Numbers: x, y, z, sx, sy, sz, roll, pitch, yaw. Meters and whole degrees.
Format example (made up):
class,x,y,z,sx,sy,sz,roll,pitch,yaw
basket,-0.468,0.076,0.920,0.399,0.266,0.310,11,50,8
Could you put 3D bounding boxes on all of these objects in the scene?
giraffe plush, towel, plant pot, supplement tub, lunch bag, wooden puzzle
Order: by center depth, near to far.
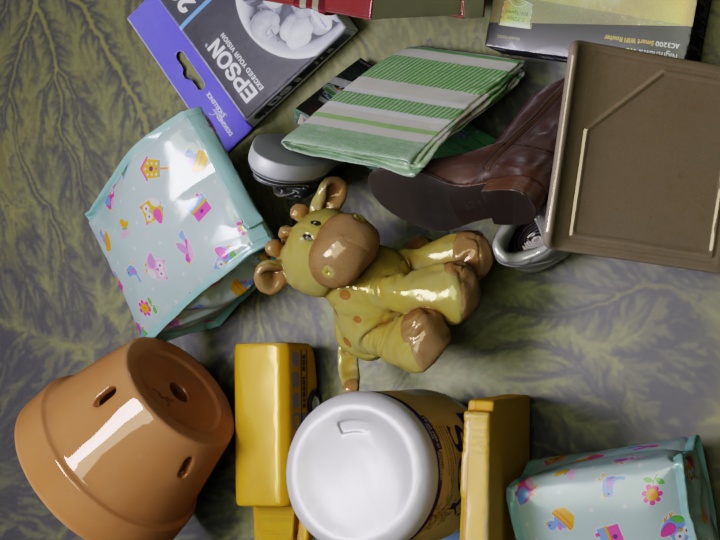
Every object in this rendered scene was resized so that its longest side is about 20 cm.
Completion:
class,x,y,z,sx,sy,sz,roll,pitch,yaw
wooden puzzle,0.258,-0.100,1.622,0.037,0.199,0.186,-169,87,-69
lunch bag,0.237,0.264,1.623,0.170,0.122,0.201,-10,94,20
supplement tub,0.035,0.182,1.664,0.145,0.200,0.146,-1,87,25
towel,0.045,-0.153,1.698,0.152,0.200,0.023,14,131,34
giraffe plush,0.000,0.000,1.700,0.162,0.173,0.200,44,134,-19
plant pot,-0.218,0.161,1.786,0.140,0.200,0.200,-44,72,23
lunch bag,-0.166,-0.047,1.796,0.200,0.122,0.171,-44,69,46

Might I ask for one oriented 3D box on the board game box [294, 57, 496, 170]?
class,x,y,z,sx,sy,sz,roll,pitch,yaw
board game box,0.044,-0.129,1.750,0.200,0.105,0.023,34,141,23

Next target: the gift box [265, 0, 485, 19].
class,x,y,z,sx,sy,sz,roll,pitch,yaw
gift box,0.028,-0.337,1.697,0.184,0.186,0.201,23,111,39

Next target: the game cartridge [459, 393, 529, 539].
class,x,y,z,sx,sy,sz,roll,pitch,yaw
game cartridge,0.121,0.214,1.637,0.032,0.176,0.201,0,88,17

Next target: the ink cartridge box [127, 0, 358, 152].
class,x,y,z,sx,sy,sz,roll,pitch,yaw
ink cartridge box,-0.132,-0.255,1.861,0.200,0.043,0.198,-41,73,18

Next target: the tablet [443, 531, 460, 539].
class,x,y,z,sx,sy,sz,roll,pitch,yaw
tablet,0.088,0.254,1.754,0.200,0.014,0.130,-42,72,17

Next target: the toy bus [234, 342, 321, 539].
class,x,y,z,sx,sy,sz,roll,pitch,yaw
toy bus,-0.082,0.172,1.798,0.065,0.078,0.201,-2,87,24

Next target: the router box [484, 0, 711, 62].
class,x,y,z,sx,sy,sz,roll,pitch,yaw
router box,0.228,-0.271,1.695,0.199,0.052,0.158,10,92,24

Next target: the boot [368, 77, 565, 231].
class,x,y,z,sx,sy,sz,roll,pitch,yaw
boot,0.128,-0.118,1.683,0.186,0.200,0.064,9,133,30

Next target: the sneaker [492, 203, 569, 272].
class,x,y,z,sx,sy,sz,roll,pitch,yaw
sneaker,0.206,-0.062,1.669,0.200,0.100,0.075,-39,76,17

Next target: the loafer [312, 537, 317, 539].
class,x,y,z,sx,sy,sz,roll,pitch,yaw
loafer,-0.038,0.305,1.777,0.063,0.072,0.200,39,117,8

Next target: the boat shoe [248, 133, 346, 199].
class,x,y,z,sx,sy,sz,roll,pitch,yaw
boat shoe,-0.058,-0.097,1.739,0.069,0.200,0.057,26,107,13
